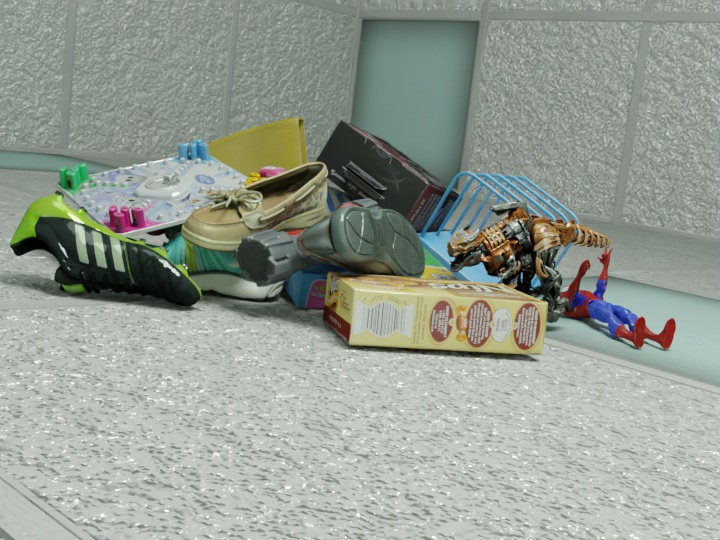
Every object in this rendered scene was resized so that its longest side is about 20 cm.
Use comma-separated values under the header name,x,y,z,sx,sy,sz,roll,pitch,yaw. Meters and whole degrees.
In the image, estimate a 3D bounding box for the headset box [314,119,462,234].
name,x,y,z,sx,sy,sz,roll,pitch,yaw
headset box,0.037,-0.117,1.219,0.148,0.076,0.199,38,11,16

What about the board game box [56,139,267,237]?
name,x,y,z,sx,sy,sz,roll,pitch,yaw
board game box,-0.230,-0.102,1.079,0.197,0.026,0.199,-17,30,-31

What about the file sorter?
name,x,y,z,sx,sy,sz,roll,pitch,yaw
file sorter,0.190,-0.049,1.233,0.138,0.124,0.199,41,22,22

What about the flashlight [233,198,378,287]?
name,x,y,z,sx,sy,sz,roll,pitch,yaw
flashlight,-0.051,-0.031,0.990,0.198,0.069,0.068,-18,-18,-48

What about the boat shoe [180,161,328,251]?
name,x,y,z,sx,sy,sz,roll,pitch,yaw
boat shoe,-0.110,-0.072,0.990,0.073,0.064,0.199,28,31,28

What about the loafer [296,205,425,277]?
name,x,y,z,sx,sy,sz,roll,pitch,yaw
loafer,0.005,-0.027,0.966,0.062,0.073,0.199,-11,-13,26

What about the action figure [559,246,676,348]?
name,x,y,z,sx,sy,sz,roll,pitch,yaw
action figure,0.297,0.023,1.106,0.064,0.101,0.200,5,6,-20

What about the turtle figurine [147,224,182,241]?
name,x,y,z,sx,sy,sz,roll,pitch,yaw
turtle figurine,-0.252,-0.051,1.134,0.148,0.103,0.198,14,5,39

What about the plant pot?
name,x,y,z,sx,sy,sz,roll,pitch,yaw
plant pot,-0.189,-0.181,1.749,0.172,0.205,0.200,-4,8,0

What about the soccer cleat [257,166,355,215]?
name,x,y,z,sx,sy,sz,roll,pitch,yaw
soccer cleat,-0.047,-0.081,1.230,0.198,0.071,0.086,34,43,12

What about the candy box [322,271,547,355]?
name,x,y,z,sx,sy,sz,roll,pitch,yaw
candy box,0.071,0.041,0.913,0.196,0.057,0.115,5,7,-15

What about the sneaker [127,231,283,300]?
name,x,y,z,sx,sy,sz,roll,pitch,yaw
sneaker,-0.177,-0.020,1.030,0.195,0.081,0.078,7,8,0

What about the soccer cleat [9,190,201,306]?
name,x,y,z,sx,sy,sz,roll,pitch,yaw
soccer cleat,-0.254,-0.003,0.924,0.197,0.082,0.068,27,-24,5

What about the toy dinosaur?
name,x,y,z,sx,sy,sz,roll,pitch,yaw
toy dinosaur,0.196,-0.014,1.056,0.195,0.139,0.102,-3,17,3

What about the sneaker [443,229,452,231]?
name,x,y,z,sx,sy,sz,roll,pitch,yaw
sneaker,0.073,-0.043,1.460,0.196,0.061,0.104,3,10,-28

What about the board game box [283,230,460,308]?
name,x,y,z,sx,sy,sz,roll,pitch,yaw
board game box,0.000,0.000,1.089,0.196,0.041,0.153,3,20,-23
